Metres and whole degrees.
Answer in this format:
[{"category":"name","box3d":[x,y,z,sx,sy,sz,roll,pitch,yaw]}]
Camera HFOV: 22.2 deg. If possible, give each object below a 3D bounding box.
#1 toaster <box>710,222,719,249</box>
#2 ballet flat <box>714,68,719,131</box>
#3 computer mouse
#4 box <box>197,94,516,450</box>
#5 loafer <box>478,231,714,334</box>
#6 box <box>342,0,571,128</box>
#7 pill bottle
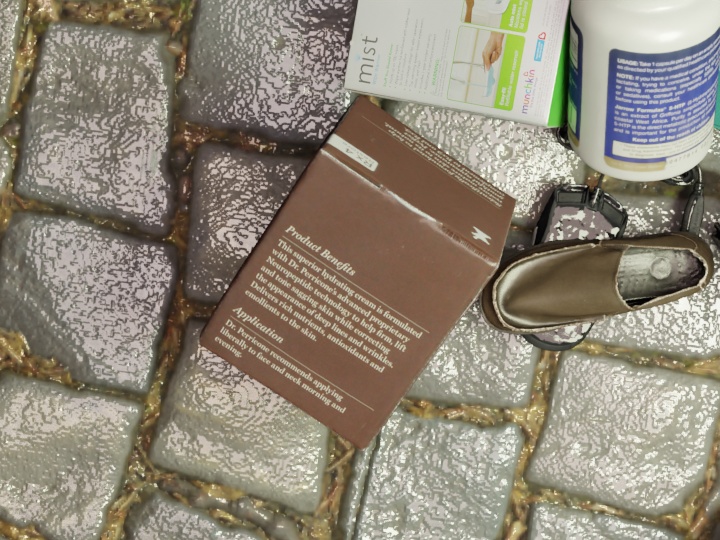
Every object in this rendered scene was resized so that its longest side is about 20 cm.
[{"category":"toaster","box3d":[0.401,-0.030,1.479,0.200,0.181,0.119,-36,99,4]},{"category":"ballet flat","box3d":[0.328,-0.138,1.502,0.200,0.072,0.072,40,97,38]},{"category":"computer mouse","box3d":[0.211,-0.022,1.556,0.140,0.046,0.201,14,90,-3]},{"category":"box","box3d":[0.000,0.000,1.478,0.166,0.164,0.200,34,112,-3]},{"category":"loafer","box3d":[0.195,0.004,1.497,0.199,0.071,0.073,-14,91,-1]},{"category":"box","box3d":[0.093,-0.229,1.496,0.176,0.097,0.201,11,96,14]},{"category":"pill bottle","box3d":[0.223,-0.181,1.437,0.119,0.120,0.200,-2,133,2]}]
